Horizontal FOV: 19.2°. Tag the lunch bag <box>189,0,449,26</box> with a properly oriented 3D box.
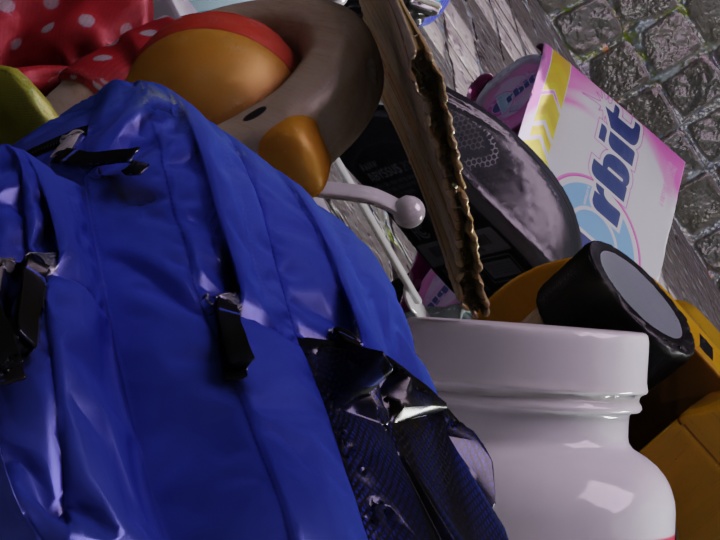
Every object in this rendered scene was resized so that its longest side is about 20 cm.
[{"bbox_3d":[-0.029,-0.187,1.050,0.128,0.200,0.170,62,12,28],"label":"lunch bag"}]

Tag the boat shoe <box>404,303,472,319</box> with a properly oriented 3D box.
[{"bbox_3d":[0.079,0.088,1.039,0.201,0.071,0.070,47,39,-33],"label":"boat shoe"}]

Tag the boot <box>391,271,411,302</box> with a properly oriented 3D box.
[{"bbox_3d":[0.085,0.100,1.170,0.198,0.073,0.163,43,25,-54],"label":"boot"}]

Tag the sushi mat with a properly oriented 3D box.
[{"bbox_3d":[0.014,-0.068,0.741,0.200,0.012,0.096,-107,-176,-63],"label":"sushi mat"}]

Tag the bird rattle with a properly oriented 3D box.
[{"bbox_3d":[-0.068,-0.046,0.723,0.200,0.162,0.113,-60,138,-63],"label":"bird rattle"}]

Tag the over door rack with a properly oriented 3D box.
[{"bbox_3d":[0.000,0.000,0.875,0.148,0.066,0.200,-79,158,-49],"label":"over door rack"}]

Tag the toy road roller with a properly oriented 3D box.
[{"bbox_3d":[0.118,0.083,0.820,0.200,0.123,0.146,50,21,12],"label":"toy road roller"}]

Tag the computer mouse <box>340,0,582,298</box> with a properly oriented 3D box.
[{"bbox_3d":[0.041,-0.055,0.977,0.200,0.053,0.138,50,-27,-19],"label":"computer mouse"}]

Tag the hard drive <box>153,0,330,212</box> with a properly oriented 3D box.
[{"bbox_3d":[-0.053,-0.056,0.979,0.132,0.027,0.200,62,5,22],"label":"hard drive"}]

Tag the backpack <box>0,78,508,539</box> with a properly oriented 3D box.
[{"bbox_3d":[-0.062,0.047,0.513,0.168,0.162,0.200,46,20,-37],"label":"backpack"}]

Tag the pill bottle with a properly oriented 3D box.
[{"bbox_3d":[0.049,0.118,0.710,0.109,0.108,0.201,7,87,-74],"label":"pill bottle"}]

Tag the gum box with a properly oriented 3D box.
[{"bbox_3d":[0.098,-0.015,1.130,0.113,0.066,0.200,38,49,-24],"label":"gum box"}]
